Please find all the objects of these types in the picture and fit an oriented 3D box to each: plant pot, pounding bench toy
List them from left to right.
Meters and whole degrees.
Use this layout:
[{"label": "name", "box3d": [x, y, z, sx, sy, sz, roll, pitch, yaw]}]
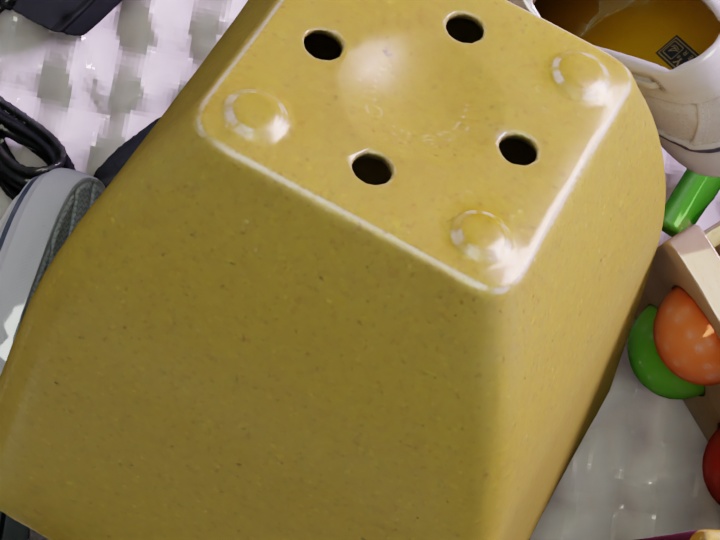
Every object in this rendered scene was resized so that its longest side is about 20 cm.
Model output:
[{"label": "plant pot", "box3d": [0.000, 0.000, 0.844, 0.193, 0.201, 0.196, 28, 51, 6]}, {"label": "pounding bench toy", "box3d": [0.170, -0.012, 0.935, 0.155, 0.124, 0.201, -30, 85, -7]}]

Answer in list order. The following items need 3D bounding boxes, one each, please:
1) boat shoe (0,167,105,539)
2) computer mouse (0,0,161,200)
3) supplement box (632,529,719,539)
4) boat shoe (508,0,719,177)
[{"label": "boat shoe", "box3d": [-0.154, 0.053, 0.930, 0.066, 0.074, 0.202, 13, 82, 21]}, {"label": "computer mouse", "box3d": [-0.097, -0.120, 0.973, 0.200, 0.046, 0.141, -39, 84, -8]}, {"label": "supplement box", "box3d": [0.161, 0.150, 0.873, 0.130, 0.200, 0.104, 3, 82, -3]}, {"label": "boat shoe", "box3d": [0.086, -0.108, 0.918, 0.071, 0.070, 0.200, -41, 43, -1]}]
